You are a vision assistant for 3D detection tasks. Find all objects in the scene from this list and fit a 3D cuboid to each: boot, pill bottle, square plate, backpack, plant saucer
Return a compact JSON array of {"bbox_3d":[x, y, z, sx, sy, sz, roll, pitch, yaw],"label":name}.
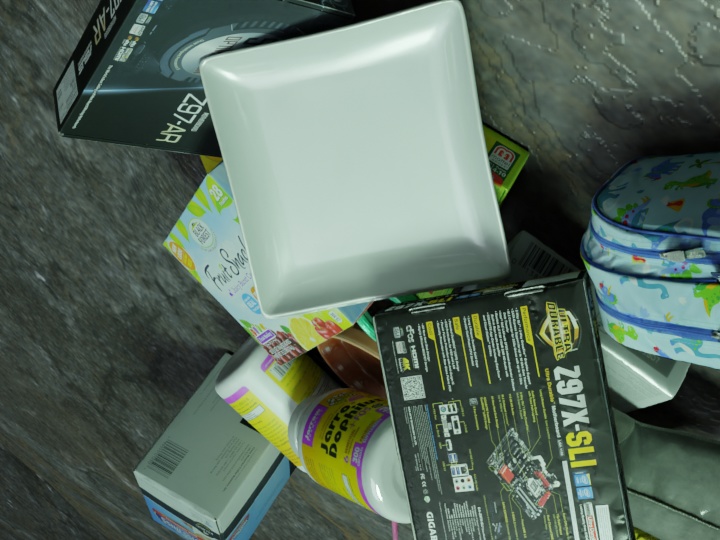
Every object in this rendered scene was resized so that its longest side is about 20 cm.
[{"bbox_3d":[0.216,0.194,0.752,0.198,0.073,0.184,24,111,-16],"label":"boot"},{"bbox_3d":[-0.069,0.165,1.103,0.200,0.105,0.104,45,145,-11],"label":"pill bottle"},{"bbox_3d":[-0.002,-0.076,0.689,0.195,0.028,0.203,-10,104,13],"label":"square plate"},{"bbox_3d":[0.002,0.180,0.954,0.105,0.104,0.199,52,157,-23],"label":"pill bottle"},{"bbox_3d":[0.240,-0.008,0.600,0.155,0.163,0.199,56,149,-13],"label":"backpack"},{"bbox_3d":[0.040,0.120,0.982,0.199,0.032,0.201,35,162,13],"label":"plant saucer"}]

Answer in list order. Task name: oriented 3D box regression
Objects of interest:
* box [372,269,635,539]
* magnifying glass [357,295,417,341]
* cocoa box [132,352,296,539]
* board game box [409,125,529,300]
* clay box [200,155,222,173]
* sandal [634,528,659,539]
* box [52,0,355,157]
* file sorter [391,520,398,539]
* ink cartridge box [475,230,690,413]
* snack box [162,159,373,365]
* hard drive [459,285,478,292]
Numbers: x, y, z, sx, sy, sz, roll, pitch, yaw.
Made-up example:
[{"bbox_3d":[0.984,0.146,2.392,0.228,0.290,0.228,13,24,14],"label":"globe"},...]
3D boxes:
[{"bbox_3d":[0.104,0.114,0.680,0.157,0.049,0.204,-11,92,18],"label":"box"},{"bbox_3d":[0.000,0.000,0.837,0.079,0.022,0.201,-1,129,44],"label":"magnifying glass"},{"bbox_3d":[-0.167,0.237,1.188,0.132,0.201,0.132,23,144,19],"label":"cocoa box"},{"bbox_3d":[0.058,-0.047,0.791,0.101,0.048,0.201,32,145,8],"label":"board game box"},{"bbox_3d":[-0.085,-0.078,0.881,0.113,0.048,0.202,14,140,30],"label":"clay box"},{"bbox_3d":[0.234,0.296,0.992,0.079,0.089,0.198,18,166,-39],"label":"sandal"},{"bbox_3d":[-0.123,-0.163,0.706,0.158,0.044,0.200,3,152,-38],"label":"box"},{"bbox_3d":[0.144,0.287,0.938,0.198,0.138,0.128,-8,87,45],"label":"file sorter"},{"bbox_3d":[0.162,0.058,0.785,0.161,0.057,0.200,35,166,3],"label":"ink cartridge box"},{"bbox_3d":[-0.081,-0.011,0.832,0.169,0.068,0.200,46,153,-6],"label":"snack box"},{"bbox_3d":[0.142,0.071,0.870,0.138,0.033,0.201,32,146,6],"label":"hard drive"}]
